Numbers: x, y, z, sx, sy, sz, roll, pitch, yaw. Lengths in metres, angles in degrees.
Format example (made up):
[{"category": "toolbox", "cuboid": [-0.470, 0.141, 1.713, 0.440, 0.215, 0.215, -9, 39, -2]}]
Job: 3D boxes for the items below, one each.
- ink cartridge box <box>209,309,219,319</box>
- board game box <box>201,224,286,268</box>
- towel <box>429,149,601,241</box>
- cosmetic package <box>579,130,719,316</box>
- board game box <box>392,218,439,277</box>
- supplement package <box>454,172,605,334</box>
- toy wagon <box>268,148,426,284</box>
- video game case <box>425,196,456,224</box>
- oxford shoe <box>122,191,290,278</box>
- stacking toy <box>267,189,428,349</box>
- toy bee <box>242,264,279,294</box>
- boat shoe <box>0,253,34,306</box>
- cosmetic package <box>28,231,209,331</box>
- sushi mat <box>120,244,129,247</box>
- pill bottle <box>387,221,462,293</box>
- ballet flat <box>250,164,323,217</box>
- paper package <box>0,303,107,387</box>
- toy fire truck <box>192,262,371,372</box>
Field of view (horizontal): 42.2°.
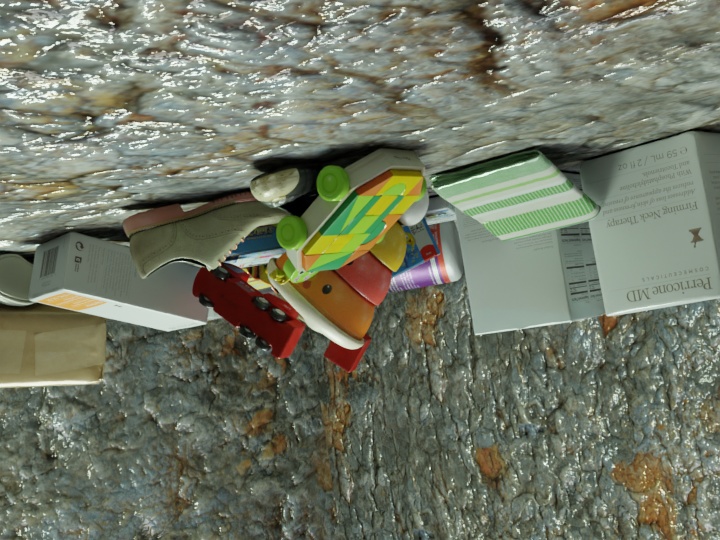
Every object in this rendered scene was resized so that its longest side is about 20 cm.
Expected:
[{"category": "ink cartridge box", "cuboid": [-0.396, 0.085, 2.335, 0.197, 0.085, 0.175, -11, 176, 27]}, {"category": "board game box", "cuboid": [-0.112, -0.046, 1.196, 0.192, 0.057, 0.200, -9, 177, -11]}, {"category": "towel", "cuboid": [0.195, -0.089, 1.146, 0.151, 0.024, 0.199, -12, 156, 34]}, {"category": "cosmetic package", "cuboid": [0.408, -0.059, 1.202, 0.166, 0.204, 0.165, -13, 175, 43]}, {"category": "board game box", "cuboid": [0.000, 0.000, 1.320, 0.194, 0.057, 0.200, -26, 180, -7]}, {"category": "supplement package", "cuboid": [0.243, -0.024, 1.323, 0.150, 0.204, 0.150, -11, 176, 34]}, {"category": "toy wagon", "cuboid": [-0.018, -0.045, 0.945, 0.200, 0.040, 0.154, -47, 158, 28]}, {"category": "video game case", "cuboid": [0.047, -0.078, 1.413, 0.197, 0.022, 0.182, -9, 177, 12]}, {"category": "oxford shoe", "cuboid": [-0.152, -0.039, 1.011, 0.197, 0.075, 0.071, -13, 175, -10]}, {"category": "stacking toy", "cuboid": [0.002, -0.026, 1.067, 0.201, 0.146, 0.146, -49, 172, 5]}, {"category": "toy bee", "cuboid": [-0.153, 0.006, 1.512, 0.130, 0.111, 0.198, -15, 174, 40]}, {"category": "boat shoe", "cuboid": [-0.438, 0.015, 1.203, 0.056, 0.068, 0.200, -15, 179, 14]}, {"category": "cosmetic package", "cuboid": [-0.294, 0.018, 1.155, 0.198, 0.073, 0.101, 17, 160, -39]}, {"category": "sushi mat", "cuboid": [-0.260, -0.002, 1.274, 0.094, 0.012, 0.200, 10, 170, 21]}, {"category": "pill bottle", "cuboid": [0.074, -0.023, 1.616, 0.197, 0.114, 0.112, -10, 177, 12]}, {"category": "ballet flat", "cuboid": [-0.054, -0.069, 0.938, 0.065, 0.058, 0.200, -12, 172, 16]}, {"category": "paper package", "cuboid": [-0.469, 0.082, 1.253, 0.198, 0.105, 0.190, 2, -168, -38]}, {"category": "toy fire truck", "cuboid": [-0.096, 0.055, 1.141, 0.199, 0.049, 0.141, 34, -166, 17]}]
